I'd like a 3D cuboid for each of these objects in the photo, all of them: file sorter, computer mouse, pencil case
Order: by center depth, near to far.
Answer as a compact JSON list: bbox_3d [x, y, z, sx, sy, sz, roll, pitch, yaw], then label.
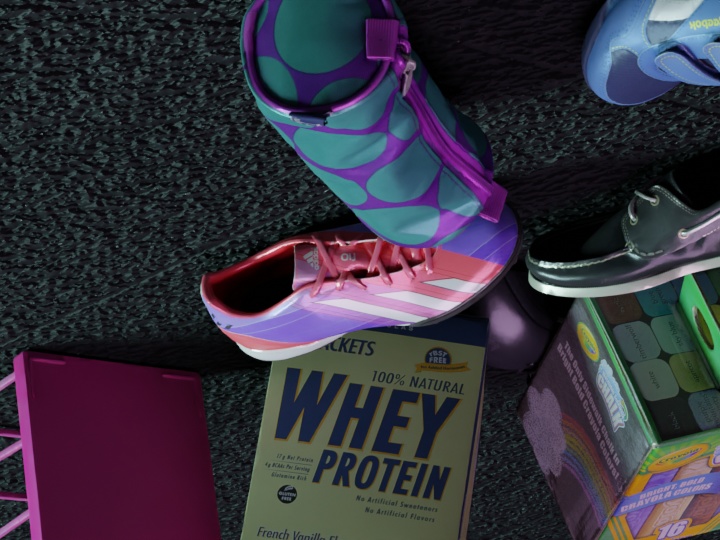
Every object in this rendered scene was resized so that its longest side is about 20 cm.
[{"bbox_3d":[0.008,-0.081,1.429,0.092,0.085,0.200,12,165,23],"label":"pencil case"},{"bbox_3d":[-0.182,0.174,1.770,0.139,0.201,0.125,9,152,-37],"label":"file sorter"},{"bbox_3d":[0.143,0.040,1.798,0.140,0.046,0.200,-18,155,18],"label":"computer mouse"}]

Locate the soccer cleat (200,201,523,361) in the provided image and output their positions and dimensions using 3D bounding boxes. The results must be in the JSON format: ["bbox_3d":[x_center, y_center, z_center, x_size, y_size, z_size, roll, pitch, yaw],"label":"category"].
[{"bbox_3d":[0.000,0.000,1.632,0.199,0.068,0.073,-18,151,21],"label":"soccer cleat"}]

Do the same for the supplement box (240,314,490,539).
[{"bbox_3d":[0.004,0.148,1.756,0.134,0.201,0.200,7,155,4],"label":"supplement box"}]

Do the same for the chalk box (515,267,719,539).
[{"bbox_3d":[0.200,0.076,1.734,0.123,0.125,0.200,-10,151,-23],"label":"chalk box"}]

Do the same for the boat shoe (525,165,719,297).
[{"bbox_3d":[0.191,-0.034,1.661,0.199,0.072,0.068,-13,119,22],"label":"boat shoe"}]

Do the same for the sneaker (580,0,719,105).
[{"bbox_3d":[0.194,-0.127,1.415,0.074,0.083,0.200,10,150,-41],"label":"sneaker"}]
